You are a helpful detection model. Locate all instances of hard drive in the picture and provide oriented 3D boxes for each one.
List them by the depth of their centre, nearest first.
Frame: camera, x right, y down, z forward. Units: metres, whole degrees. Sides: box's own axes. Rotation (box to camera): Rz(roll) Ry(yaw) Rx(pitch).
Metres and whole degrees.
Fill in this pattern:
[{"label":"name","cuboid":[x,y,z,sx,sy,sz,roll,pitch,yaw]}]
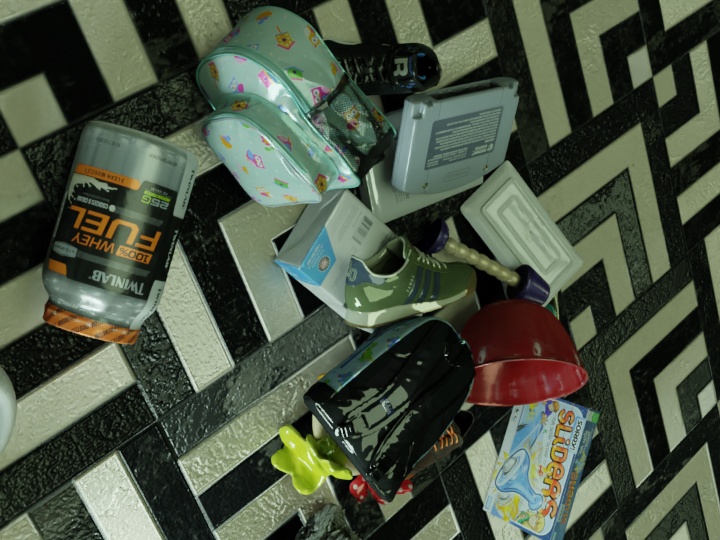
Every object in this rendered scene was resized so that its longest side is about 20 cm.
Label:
[{"label":"hard drive","cuboid":[0.078,-0.153,1.130,0.197,0.025,0.135,-23,111,-31]}]

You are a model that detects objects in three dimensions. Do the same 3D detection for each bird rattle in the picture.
[{"label":"bird rattle","cuboid":[-0.006,0.215,1.087,0.197,0.111,0.167,15,72,-40]}]

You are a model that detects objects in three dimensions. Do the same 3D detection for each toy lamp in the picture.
[{"label":"toy lamp","cuboid":[0.179,-0.007,1.179,0.197,0.058,0.059,29,81,-18]}]

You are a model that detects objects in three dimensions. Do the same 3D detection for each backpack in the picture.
[{"label":"backpack","cuboid":[-0.086,-0.173,0.915,0.153,0.174,0.202,-46,116,-25]},{"label":"backpack","cuboid":[0.045,0.140,1.007,0.199,0.153,0.164,-41,103,-10]}]

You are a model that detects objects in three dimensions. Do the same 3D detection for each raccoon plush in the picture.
[{"label":"raccoon plush","cuboid":[-0.015,0.384,1.051,0.097,0.200,0.134,-44,100,-3]}]

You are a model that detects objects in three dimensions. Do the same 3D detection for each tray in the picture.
[{"label":"tray","cuboid":[0.241,-0.050,1.226,0.107,0.022,0.201,-43,103,-14]}]

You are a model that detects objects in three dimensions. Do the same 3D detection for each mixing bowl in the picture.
[{"label":"mixing bowl","cuboid":[0.215,0.110,1.191,0.197,0.199,0.111,19,58,-36]}]

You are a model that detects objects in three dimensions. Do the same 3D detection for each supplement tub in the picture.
[{"label":"supplement tub","cuboid":[-0.246,-0.037,0.852,0.121,0.122,0.205,16,88,-36]}]

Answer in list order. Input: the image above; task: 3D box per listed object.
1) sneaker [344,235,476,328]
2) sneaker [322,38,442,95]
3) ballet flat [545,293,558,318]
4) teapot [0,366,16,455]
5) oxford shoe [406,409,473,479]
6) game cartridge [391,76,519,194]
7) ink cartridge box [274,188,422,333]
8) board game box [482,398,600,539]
[{"label":"sneaker","cuboid":[0.064,0.001,1.034,0.197,0.067,0.092,-17,112,-31]},{"label":"sneaker","cuboid":[0.013,-0.247,1.014,0.197,0.111,0.075,-13,104,-34]},{"label":"ballet flat","cuboid":[0.278,0.042,1.290,0.068,0.069,0.205,-3,98,-35]},{"label":"teapot","cuboid":[-0.419,0.128,0.743,0.199,0.145,0.200,-29,146,-54]},{"label":"oxford shoe","cuboid":[0.092,0.221,1.124,0.199,0.072,0.073,-21,89,-62]},{"label":"game cartridge","cuboid":[0.122,-0.171,1.090,0.197,0.041,0.135,-19,135,-38]},{"label":"ink cartridge box","cuboid":[0.000,0.000,1.071,0.200,0.066,0.117,41,73,-33]},{"label":"board game box","cuboid":[0.272,0.290,1.275,0.034,0.134,0.204,21,85,-40]}]
